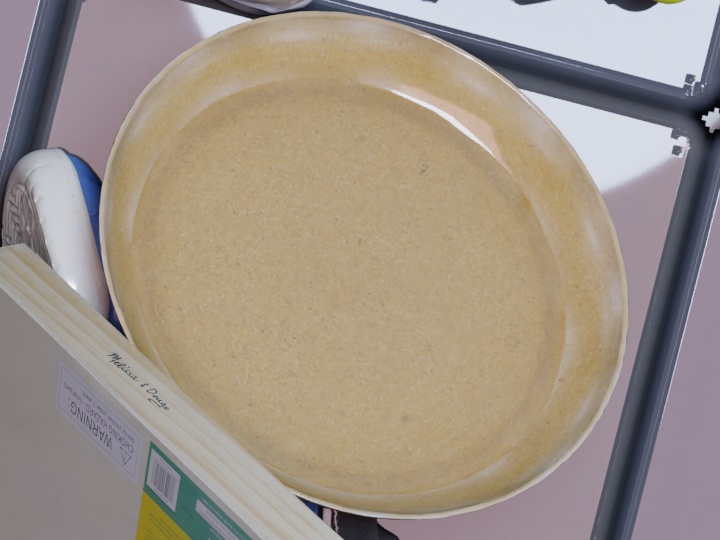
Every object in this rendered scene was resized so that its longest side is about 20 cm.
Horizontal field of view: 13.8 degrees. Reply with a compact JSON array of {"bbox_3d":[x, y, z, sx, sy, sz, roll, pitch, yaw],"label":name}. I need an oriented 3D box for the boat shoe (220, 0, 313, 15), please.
[{"bbox_3d":[-0.095,-0.158,1.068,0.199,0.065,0.074,25,91,-5],"label":"boat shoe"}]

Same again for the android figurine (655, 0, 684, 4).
[{"bbox_3d":[0.099,-0.180,1.048,0.200,0.041,0.183,-39,130,-25],"label":"android figurine"}]

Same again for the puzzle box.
[{"bbox_3d":[-0.079,0.096,1.007,0.025,0.200,0.134,-14,129,-36],"label":"puzzle box"}]

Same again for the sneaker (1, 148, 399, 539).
[{"bbox_3d":[-0.053,0.041,1.080,0.111,0.077,0.201,-16,75,-24],"label":"sneaker"}]

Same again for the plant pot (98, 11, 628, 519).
[{"bbox_3d":[0.000,0.000,1.061,0.199,0.028,0.201,9,61,-17],"label":"plant pot"}]
